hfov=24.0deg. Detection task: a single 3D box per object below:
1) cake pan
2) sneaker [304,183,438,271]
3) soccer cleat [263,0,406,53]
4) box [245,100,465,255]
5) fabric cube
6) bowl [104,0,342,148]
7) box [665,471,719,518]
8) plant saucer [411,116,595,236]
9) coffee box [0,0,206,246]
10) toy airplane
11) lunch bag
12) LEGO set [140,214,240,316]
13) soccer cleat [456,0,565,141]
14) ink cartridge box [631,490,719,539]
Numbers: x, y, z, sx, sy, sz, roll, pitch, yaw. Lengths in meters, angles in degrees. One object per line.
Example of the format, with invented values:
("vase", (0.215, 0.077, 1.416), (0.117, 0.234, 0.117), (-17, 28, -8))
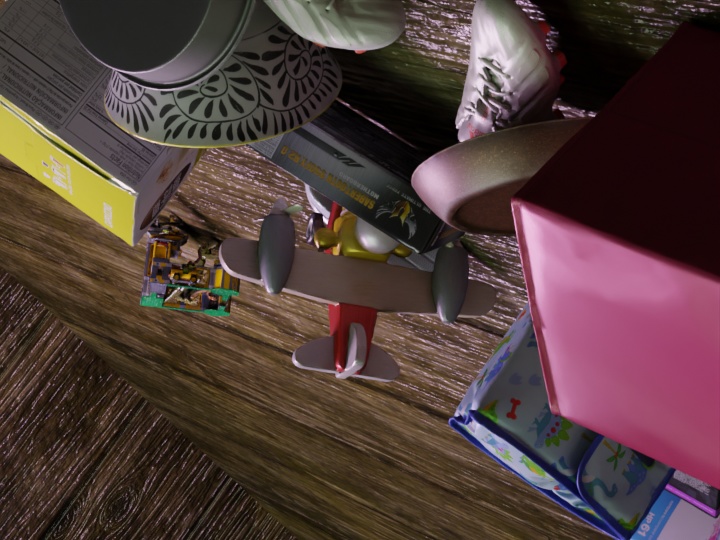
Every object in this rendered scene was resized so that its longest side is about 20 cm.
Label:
("cake pan", (-0.162, -0.237, 1.286), (0.200, 0.201, 0.037), (26, -158, 31))
("sneaker", (0.027, -0.039, 1.680), (0.200, 0.073, 0.071), (44, 177, -6))
("soccer cleat", (-0.053, -0.230, 1.284), (0.200, 0.069, 0.078), (32, 161, 22))
("box", (0.000, -0.092, 1.465), (0.199, 0.048, 0.158), (33, -166, 9))
("fabric cube", (0.239, -0.001, 1.032), (0.199, 0.200, 0.197), (23, 146, 36))
("bowl", (-0.116, -0.190, 1.378), (0.200, 0.200, 0.095), (24, 133, 35))
("box", (0.316, 0.181, 1.747), (0.143, 0.036, 0.200), (29, 164, 20))
("plant saucer", (0.136, -0.061, 1.212), (0.199, 0.035, 0.200), (-5, 166, -1))
("coffee box", (-0.231, -0.173, 1.565), (0.200, 0.198, 0.200), (35, 164, 0))
("toy airplane", (0.000, 0.000, 1.532), (0.199, 0.200, 0.141), (47, 144, 14))
("lunch bag", (0.212, 0.129, 1.566), (0.200, 0.170, 0.127), (37, 167, -4))
("LEGO set", (-0.220, -0.018, 2.214), (0.153, 0.117, 0.200), (5, 166, -1))
("soccer cleat", (0.102, -0.123, 1.201), (0.069, 0.077, 0.200), (50, 172, 26))
("ink cartridge box", (0.405, 0.333, 1.904), (0.199, 0.085, 0.145), (23, 160, 33))
